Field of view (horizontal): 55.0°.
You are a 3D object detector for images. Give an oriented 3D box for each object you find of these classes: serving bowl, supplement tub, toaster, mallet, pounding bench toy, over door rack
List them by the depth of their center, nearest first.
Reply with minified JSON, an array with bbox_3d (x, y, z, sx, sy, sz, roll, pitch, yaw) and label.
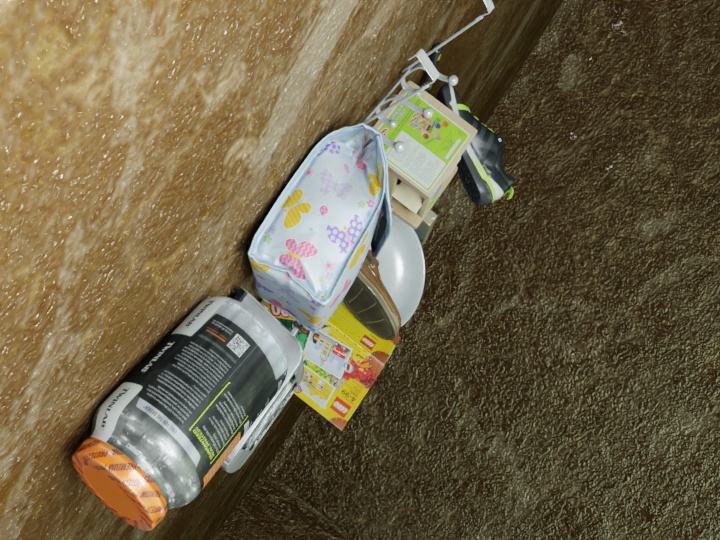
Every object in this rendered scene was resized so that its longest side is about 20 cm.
[{"bbox_3d":[-0.167,0.132,0.661,0.201,0.121,0.124,-50,173,-40],"label":"supplement tub"},{"bbox_3d":[0.074,-0.218,0.815,0.149,0.066,0.199,-53,-172,-28],"label":"over door rack"},{"bbox_3d":[-0.155,0.143,0.844,0.202,0.117,0.181,-54,173,-15],"label":"toaster"},{"bbox_3d":[0.055,-0.134,1.024,0.202,0.123,0.156,-54,174,-16],"label":"pounding bench toy"},{"bbox_3d":[0.104,-0.280,1.085,0.066,0.041,0.202,-52,169,-35],"label":"mallet"},{"bbox_3d":[0.021,0.002,1.178,0.065,0.202,0.201,-2,-138,50],"label":"serving bowl"}]

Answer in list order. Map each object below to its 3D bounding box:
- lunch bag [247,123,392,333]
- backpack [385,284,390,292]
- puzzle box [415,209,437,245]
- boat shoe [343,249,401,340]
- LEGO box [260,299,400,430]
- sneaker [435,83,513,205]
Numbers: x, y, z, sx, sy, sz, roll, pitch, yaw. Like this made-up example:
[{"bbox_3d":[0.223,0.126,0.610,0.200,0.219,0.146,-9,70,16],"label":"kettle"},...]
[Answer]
[{"bbox_3d":[-0.032,-0.049,0.790,0.203,0.125,0.170,-60,178,-17],"label":"lunch bag"},{"bbox_3d":[-0.006,0.062,1.286,0.201,0.178,0.150,-48,-168,-25],"label":"backpack"},{"bbox_3d":[0.077,-0.111,1.299,0.026,0.132,0.200,-51,175,-7],"label":"puzzle box"},{"bbox_3d":[0.000,0.000,0.951,0.071,0.202,0.068,-23,-163,49],"label":"boat shoe"},{"bbox_3d":[-0.062,0.108,1.016,0.151,0.198,0.077,-59,173,33],"label":"LEGO box"},{"bbox_3d":[0.183,-0.201,1.092,0.081,0.205,0.072,-24,-176,-12],"label":"sneaker"}]
